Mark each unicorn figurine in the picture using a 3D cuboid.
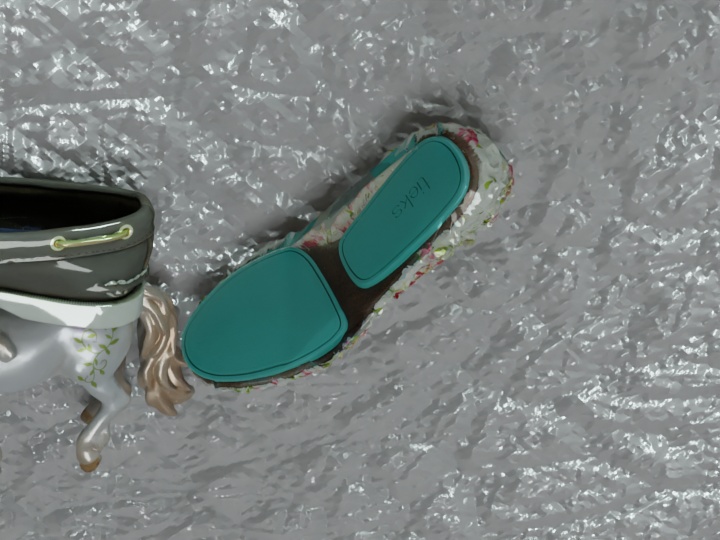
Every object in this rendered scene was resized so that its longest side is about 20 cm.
[{"bbox_3d":[-0.180,0.050,1.075,0.200,0.074,0.138,-25,141,-27],"label":"unicorn figurine"}]

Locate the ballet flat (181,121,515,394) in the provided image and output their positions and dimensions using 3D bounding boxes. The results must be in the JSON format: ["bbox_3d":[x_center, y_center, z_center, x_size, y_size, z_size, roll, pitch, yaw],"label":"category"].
[{"bbox_3d":[0.000,0.000,1.074,0.200,0.076,0.064,-35,162,26],"label":"ballet flat"}]

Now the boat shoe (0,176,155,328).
[{"bbox_3d":[-0.196,-0.021,1.018,0.201,0.072,0.060,8,116,-14],"label":"boat shoe"}]
